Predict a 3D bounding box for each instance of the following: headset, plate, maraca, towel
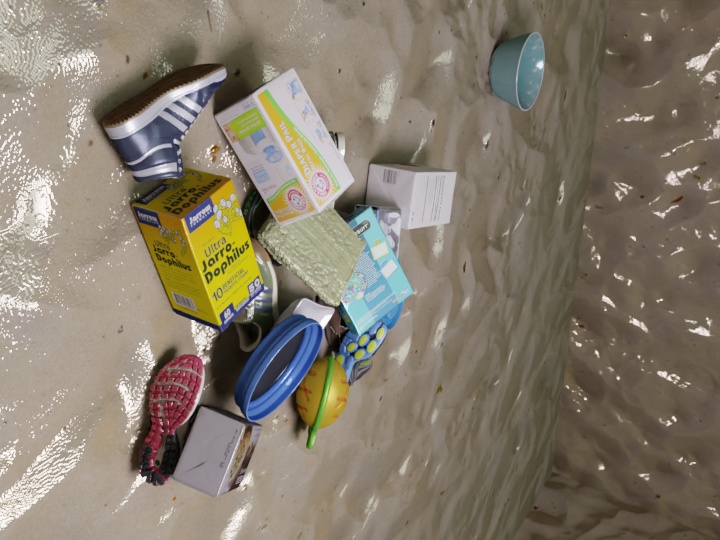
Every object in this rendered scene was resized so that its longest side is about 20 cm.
[{"bbox_3d":[-0.123,-0.060,1.211,0.200,0.093,0.125,49,61,-42],"label":"headset"},{"bbox_3d":[-0.136,0.139,1.271,0.202,0.032,0.200,-58,163,1],"label":"plate"},{"bbox_3d":[-0.082,0.267,1.407,0.138,0.104,0.204,-82,-172,-65],"label":"maraca"},{"bbox_3d":[-0.080,-0.047,1.191,0.200,0.036,0.150,43,59,-28],"label":"towel"}]

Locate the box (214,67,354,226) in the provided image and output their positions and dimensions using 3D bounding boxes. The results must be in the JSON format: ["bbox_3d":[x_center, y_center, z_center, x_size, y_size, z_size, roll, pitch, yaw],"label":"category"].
[{"bbox_3d":[-0.116,-0.188,1.081,0.101,0.111,0.203,-45,113,-39],"label":"box"}]

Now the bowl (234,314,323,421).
[{"bbox_3d":[-0.140,0.163,1.186,0.201,0.039,0.202,-48,161,-23],"label":"bowl"}]

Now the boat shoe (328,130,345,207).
[{"bbox_3d":[-0.075,-0.159,1.280,0.059,0.072,0.206,3,118,-18],"label":"boat shoe"}]

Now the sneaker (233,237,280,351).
[{"bbox_3d":[-0.188,0.051,1.173,0.090,0.066,0.204,-50,145,-43],"label":"sneaker"}]

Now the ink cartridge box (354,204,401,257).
[{"bbox_3d":[0.029,-0.031,1.435,0.039,0.097,0.205,-100,-167,-72],"label":"ink cartridge box"}]

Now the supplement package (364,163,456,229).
[{"bbox_3d":[0.112,-0.167,1.524,0.198,0.119,0.123,-13,113,-57],"label":"supplement package"}]

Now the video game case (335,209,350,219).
[{"bbox_3d":[-0.028,-0.041,1.449,0.199,0.018,0.147,12,92,-59],"label":"video game case"}]

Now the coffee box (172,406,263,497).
[{"bbox_3d":[-0.227,0.292,1.128,0.200,0.078,0.115,90,21,-77],"label":"coffee box"}]

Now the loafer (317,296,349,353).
[{"bbox_3d":[-0.033,0.116,1.455,0.074,0.070,0.202,-56,144,-28],"label":"loafer"}]

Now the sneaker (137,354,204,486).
[{"bbox_3d":[-0.291,0.228,1.084,0.075,0.079,0.205,1,108,-77],"label":"sneaker"}]

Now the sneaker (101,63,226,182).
[{"bbox_3d":[-0.252,-0.201,0.957,0.200,0.069,0.110,-43,132,-32],"label":"sneaker"}]

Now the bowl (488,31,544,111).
[{"bbox_3d":[0.417,-0.544,1.884,0.200,0.103,0.206,-31,128,-50],"label":"bowl"}]

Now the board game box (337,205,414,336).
[{"bbox_3d":[0.000,0.000,1.368,0.150,0.047,0.203,-36,109,-20],"label":"board game box"}]

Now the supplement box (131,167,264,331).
[{"bbox_3d":[-0.234,-0.031,1.025,0.109,0.108,0.203,-47,139,-38],"label":"supplement box"}]

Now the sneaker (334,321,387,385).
[{"bbox_3d":[-0.005,0.174,1.457,0.082,0.071,0.201,-16,145,-53],"label":"sneaker"}]

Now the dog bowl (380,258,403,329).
[{"bbox_3d":[0.053,0.045,1.569,0.113,0.049,0.202,-60,153,-31],"label":"dog bowl"}]
